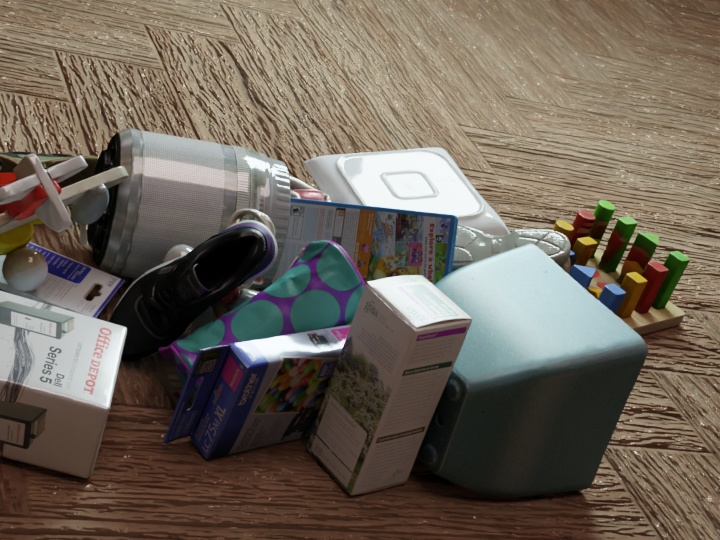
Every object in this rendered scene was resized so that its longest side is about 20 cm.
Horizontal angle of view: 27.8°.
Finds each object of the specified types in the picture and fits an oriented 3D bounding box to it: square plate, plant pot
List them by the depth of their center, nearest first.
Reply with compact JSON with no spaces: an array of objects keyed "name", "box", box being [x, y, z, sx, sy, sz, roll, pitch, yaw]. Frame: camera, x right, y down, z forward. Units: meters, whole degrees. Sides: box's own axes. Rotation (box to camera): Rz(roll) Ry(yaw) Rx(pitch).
[{"name":"plant pot","box":[0.132,0.114,1.492,0.199,0.196,0.196,-9,39,-35]},{"name":"square plate","box":[0.056,-0.093,1.747,0.197,0.029,0.200,-7,39,-23]}]

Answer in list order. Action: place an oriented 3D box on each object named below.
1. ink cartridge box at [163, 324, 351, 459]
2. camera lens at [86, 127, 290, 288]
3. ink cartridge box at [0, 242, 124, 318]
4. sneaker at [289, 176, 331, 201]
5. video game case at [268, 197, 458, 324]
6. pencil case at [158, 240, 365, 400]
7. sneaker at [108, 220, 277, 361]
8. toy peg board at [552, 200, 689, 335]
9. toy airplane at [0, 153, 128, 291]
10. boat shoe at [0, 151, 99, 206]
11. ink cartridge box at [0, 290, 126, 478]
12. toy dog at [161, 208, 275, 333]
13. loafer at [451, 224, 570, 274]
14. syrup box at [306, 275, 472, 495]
[{"name":"ink cartridge box","box":[-0.085,0.116,1.392,0.200,0.120,0.042,-5,41,-42]},{"name":"camera lens","box":[-0.191,-0.065,1.596,0.199,0.160,0.160,8,29,-17]},{"name":"ink cartridge box","box":[-0.353,0.004,1.500,0.199,0.037,0.095,20,27,2]},{"name":"sneaker","box":[-0.067,-0.031,1.683,0.075,0.105,0.200,9,35,-38]},{"name":"video game case","box":[0.000,0.000,1.599,0.199,0.144,0.018,7,-7,13]},{"name":"pencil case","box":[-0.092,0.055,1.433,0.200,0.085,0.092,-35,67,-15]},{"name":"sneaker","box":[-0.175,0.017,1.429,0.076,0.200,0.088,52,4,0]},{"name":"toy peg board","box":[0.321,-0.009,1.946,0.199,0.098,0.200,-9,39,-46]},{"name":"toy airplane","box":[-0.333,-0.047,1.420,0.199,0.142,0.199,-13,16,5]},{"name":"boat shoe","box":[-0.383,-0.099,1.643,0.200,0.072,0.066,-5,5,-20]},{"name":"ink cartridge box","box":[-0.320,0.091,1.306,0.199,0.084,0.146,16,27,-10]},{"name":"toy dog","box":[-0.114,0.045,1.526,0.132,0.096,0.200,-35,87,-16]},{"name":"loafer","box":[0.135,-0.007,1.625,0.199,0.063,0.072,2,41,14]},{"name":"syrup box","box":[0.026,0.110,1.395,0.081,0.201,0.079,-6,36,-42]}]
